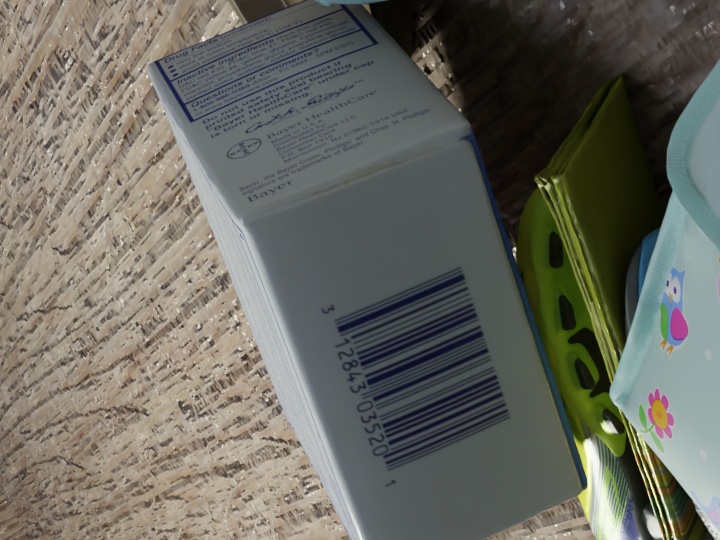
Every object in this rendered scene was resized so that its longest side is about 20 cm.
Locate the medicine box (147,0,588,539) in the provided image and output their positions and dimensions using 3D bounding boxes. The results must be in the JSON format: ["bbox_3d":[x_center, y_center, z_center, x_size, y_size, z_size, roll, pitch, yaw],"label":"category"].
[{"bbox_3d":[0.000,0.000,1.122,0.200,0.102,0.183,-123,11,-63],"label":"medicine box"}]

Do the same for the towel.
[{"bbox_3d":[0.117,0.029,1.044,0.018,0.086,0.201,-8,117,27],"label":"towel"}]

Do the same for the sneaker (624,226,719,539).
[{"bbox_3d":[0.150,0.076,1.020,0.201,0.073,0.082,65,166,-6],"label":"sneaker"}]

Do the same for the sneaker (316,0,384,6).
[{"bbox_3d":[0.013,-0.151,1.056,0.200,0.079,0.131,-126,19,-53],"label":"sneaker"}]

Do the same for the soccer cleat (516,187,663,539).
[{"bbox_3d":[0.101,0.051,1.124,0.084,0.065,0.201,12,131,54],"label":"soccer cleat"}]

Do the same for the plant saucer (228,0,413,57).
[{"bbox_3d":[-0.032,-0.160,1.241,0.200,0.029,0.200,52,159,29],"label":"plant saucer"}]

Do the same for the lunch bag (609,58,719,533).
[{"bbox_3d":[0.174,0.014,0.792,0.171,0.121,0.201,54,147,36],"label":"lunch bag"}]
